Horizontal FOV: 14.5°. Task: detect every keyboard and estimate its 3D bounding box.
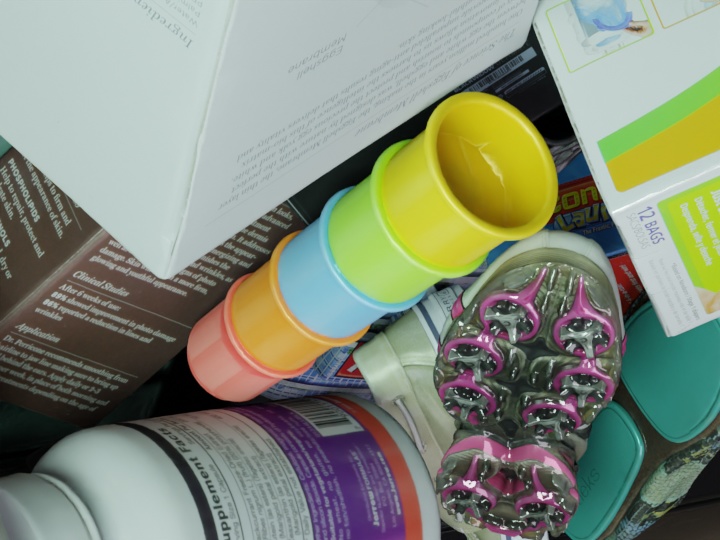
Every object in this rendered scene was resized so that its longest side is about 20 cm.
[{"bbox_3d":[0.060,-0.072,1.147,0.199,0.021,0.127,-32,143,5],"label":"keyboard"}]

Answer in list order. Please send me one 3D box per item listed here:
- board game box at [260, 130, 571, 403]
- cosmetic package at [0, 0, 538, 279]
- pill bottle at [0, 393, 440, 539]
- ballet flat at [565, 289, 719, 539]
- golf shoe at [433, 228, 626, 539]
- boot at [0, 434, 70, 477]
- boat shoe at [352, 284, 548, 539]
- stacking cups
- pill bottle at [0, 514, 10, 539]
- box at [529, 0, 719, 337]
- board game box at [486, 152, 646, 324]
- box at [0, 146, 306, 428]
[{"bbox_3d":[0.038,0.022,1.347,0.199,0.062,0.200,2,136,-38],"label":"board game box"},{"bbox_3d":[-0.023,-0.139,0.969,0.199,0.123,0.201,-34,155,-37],"label":"cosmetic package"},{"bbox_3d":[-0.072,0.115,1.163,0.199,0.112,0.112,-6,142,-43],"label":"pill bottle"},{"bbox_3d":[0.141,0.052,1.234,0.074,0.075,0.200,-11,156,-25],"label":"ballet flat"},{"bbox_3d":[0.069,0.029,1.145,0.072,0.093,0.200,14,151,2],"label":"golf shoe"},{"bbox_3d":[-0.108,0.112,1.325,0.199,0.070,0.174,-17,171,39],"label":"boot"},{"bbox_3d":[0.042,0.081,1.320,0.062,0.072,0.201,-21,137,-2],"label":"boat shoe"},{"bbox_3d":[0.000,0.000,1.119,0.060,0.061,0.200,-3,158,-34],"label":"stacking cups"},{"bbox_3d":[-0.203,0.051,1.077,0.114,0.201,0.115,-19,146,-13],"label":"pill bottle"},{"bbox_3d":[0.182,-0.076,1.079,0.199,0.102,0.113,-23,148,7],"label":"box"},{"bbox_3d":[0.177,0.000,1.259,0.195,0.056,0.200,-16,149,16],"label":"board game box"},{"bbox_3d":[-0.088,-0.028,1.175,0.200,0.075,0.100,-39,146,19],"label":"box"}]
